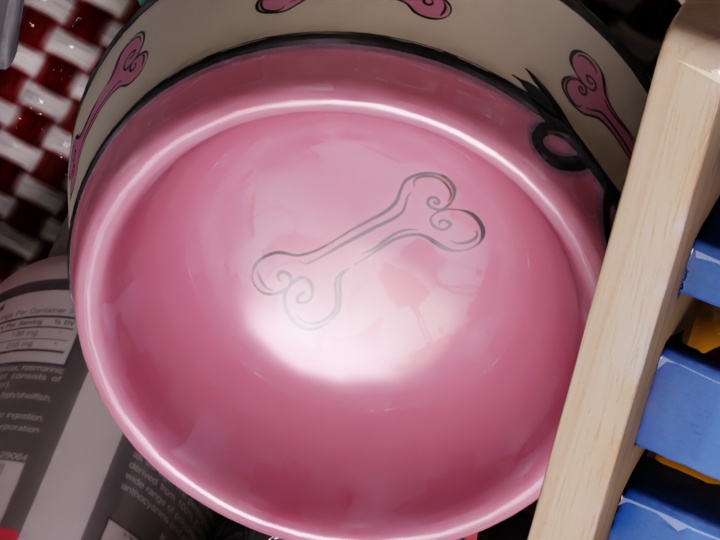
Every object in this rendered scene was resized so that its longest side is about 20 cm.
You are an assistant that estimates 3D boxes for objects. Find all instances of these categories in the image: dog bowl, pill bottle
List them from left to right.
[{"bbox_3d":[-0.095,0.066,0.981,0.110,0.201,0.111,11,139,10],"label":"pill bottle"},{"bbox_3d":[0.000,0.000,0.869,0.199,0.074,0.201,5,123,7],"label":"dog bowl"}]

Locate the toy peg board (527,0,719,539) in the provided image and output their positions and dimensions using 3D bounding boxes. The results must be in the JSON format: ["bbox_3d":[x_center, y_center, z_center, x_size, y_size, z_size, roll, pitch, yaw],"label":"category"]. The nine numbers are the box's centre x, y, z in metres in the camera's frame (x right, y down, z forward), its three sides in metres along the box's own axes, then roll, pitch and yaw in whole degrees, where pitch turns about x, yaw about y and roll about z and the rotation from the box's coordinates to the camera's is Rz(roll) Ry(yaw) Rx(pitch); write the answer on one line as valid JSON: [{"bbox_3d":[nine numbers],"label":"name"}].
[{"bbox_3d":[0.134,-0.011,0.772,0.097,0.199,0.201,21,128,13],"label":"toy peg board"}]

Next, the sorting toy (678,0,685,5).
[{"bbox_3d":[0.043,-0.130,0.786,0.200,0.107,0.180,34,166,33],"label":"sorting toy"}]

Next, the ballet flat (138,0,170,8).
[{"bbox_3d":[-0.013,-0.052,0.926,0.065,0.071,0.200,-13,134,19],"label":"ballet flat"}]

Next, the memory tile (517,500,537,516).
[{"bbox_3d":[0.072,0.072,1.013,0.153,0.017,0.200,31,156,-5],"label":"memory tile"}]

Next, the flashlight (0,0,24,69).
[{"bbox_3d":[-0.157,-0.027,0.973,0.068,0.068,0.201,-5,136,-22],"label":"flashlight"}]

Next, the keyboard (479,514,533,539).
[{"bbox_3d":[0.032,0.097,1.062,0.199,0.021,0.127,-1,148,45],"label":"keyboard"}]

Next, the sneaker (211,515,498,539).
[{"bbox_3d":[0.026,0.139,0.977,0.199,0.096,0.079,27,161,-37],"label":"sneaker"}]
